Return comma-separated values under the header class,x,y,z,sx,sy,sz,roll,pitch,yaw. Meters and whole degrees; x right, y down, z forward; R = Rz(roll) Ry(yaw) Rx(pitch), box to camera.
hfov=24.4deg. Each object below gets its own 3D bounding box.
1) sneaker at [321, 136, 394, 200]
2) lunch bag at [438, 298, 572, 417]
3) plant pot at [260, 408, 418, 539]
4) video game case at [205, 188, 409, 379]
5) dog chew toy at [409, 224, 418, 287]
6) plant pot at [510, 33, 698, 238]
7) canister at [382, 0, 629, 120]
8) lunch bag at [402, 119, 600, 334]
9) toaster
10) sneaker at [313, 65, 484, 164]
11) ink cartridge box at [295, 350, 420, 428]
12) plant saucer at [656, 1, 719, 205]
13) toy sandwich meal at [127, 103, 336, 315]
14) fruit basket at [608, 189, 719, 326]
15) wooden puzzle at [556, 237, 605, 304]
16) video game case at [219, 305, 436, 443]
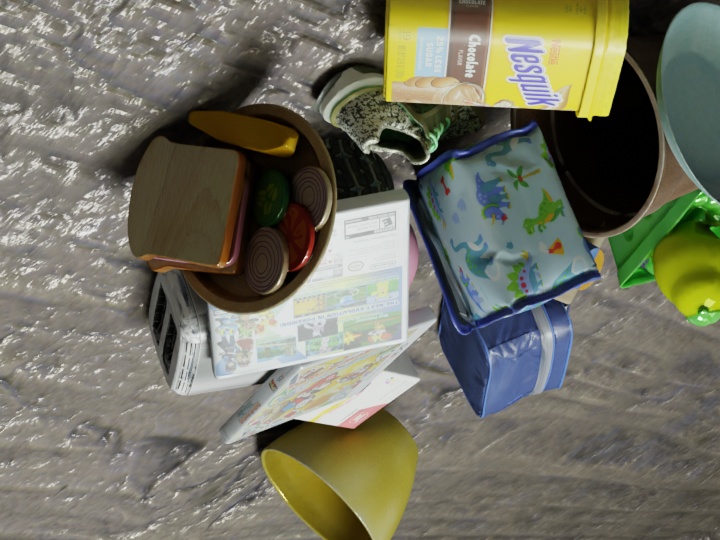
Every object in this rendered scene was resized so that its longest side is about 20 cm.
class,x,y,z,sx,sy,sz,roll,pitch,yaw
sneaker,-0.065,-0.070,1.602,0.198,0.079,0.090,-9,160,-13
lunch bag,0.180,0.068,1.986,0.131,0.136,0.200,-20,152,-13
plant pot,-0.009,0.251,2.126,0.142,0.200,0.200,-46,161,-23
video game case,-0.050,0.015,1.590,0.198,0.022,0.183,-11,131,-12
dog chew toy,0.000,0.000,1.726,0.124,0.125,0.200,-24,162,-5
plant pot,0.287,-0.150,1.640,0.197,0.201,0.201,-15,153,-36
canister,0.120,-0.198,1.422,0.198,0.087,0.149,3,154,1
lunch bag,0.124,-0.035,1.641,0.127,0.171,0.200,-20,178,-18
toaster,-0.138,0.047,1.687,0.128,0.114,0.200,-13,154,-20
sneaker,0.048,-0.130,1.557,0.199,0.089,0.077,0,144,-42
ink cartridge box,-0.034,0.123,1.968,0.116,0.068,0.199,-38,152,23
plant saucer,0.324,-0.144,1.526,0.200,0.203,0.039,2,167,-44
toy sandwich meal,-0.112,-0.058,1.445,0.205,0.206,0.070,-39,153,25
fruit basket,0.387,-0.035,1.905,0.155,0.216,0.216,-13,151,-34
wooden puzzle,0.241,-0.055,1.832,0.200,0.046,0.186,18,101,-57
video game case,-0.035,0.112,1.787,0.199,0.023,0.182,-17,160,-40
